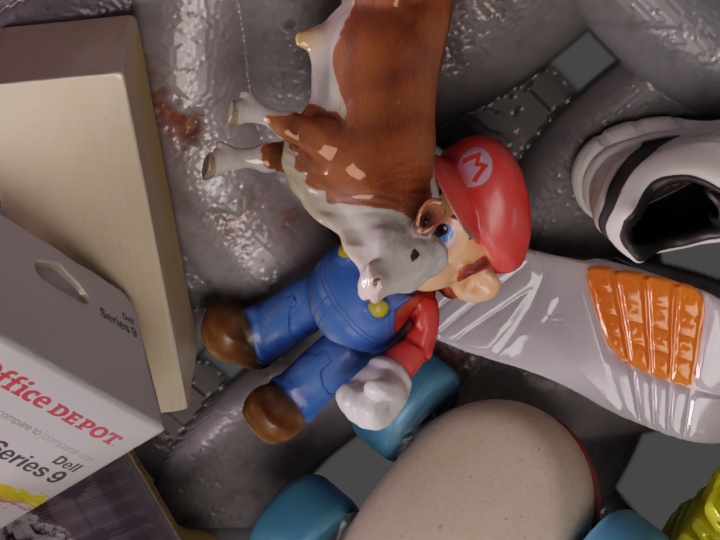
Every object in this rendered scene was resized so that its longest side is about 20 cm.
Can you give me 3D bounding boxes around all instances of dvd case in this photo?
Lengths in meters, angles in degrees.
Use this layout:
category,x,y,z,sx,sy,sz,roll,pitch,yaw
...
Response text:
category,x,y,z,sx,sy,sz,roll,pitch,yaw
dvd case,-0.158,0.175,1.575,0.148,0.016,0.201,-22,120,11

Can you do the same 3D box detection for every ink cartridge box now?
category,x,y,z,sx,sy,sz,roll,pitch,yaw
ink cartridge box,-0.219,0.068,1.440,0.199,0.088,0.145,-32,145,18

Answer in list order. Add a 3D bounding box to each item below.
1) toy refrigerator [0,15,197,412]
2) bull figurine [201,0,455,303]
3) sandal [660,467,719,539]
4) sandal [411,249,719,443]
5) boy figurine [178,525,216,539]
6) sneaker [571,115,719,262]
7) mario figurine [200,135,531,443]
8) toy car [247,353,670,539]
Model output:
category,x,y,z,sx,sy,sz,roll,pitch,yaw
toy refrigerator,-0.137,-0.026,1.501,0.075,0.070,0.201,-6,121,6
bull figurine,-0.006,-0.083,1.433,0.121,0.201,0.065,13,164,-14
sandal,0.206,0.154,1.561,0.087,0.080,0.200,30,146,-3
sandal,0.121,0.025,1.569,0.206,0.059,0.080,21,102,6
boy figurine,-0.177,0.177,1.621,0.199,0.065,0.125,-2,119,-1
sneaker,0.212,-0.052,1.515,0.199,0.080,0.074,-19,119,4
mario figurine,0.000,0.000,1.504,0.200,0.106,0.123,-40,104,23
toy car,0.070,0.167,1.611,0.177,0.184,0.200,-52,158,-2
